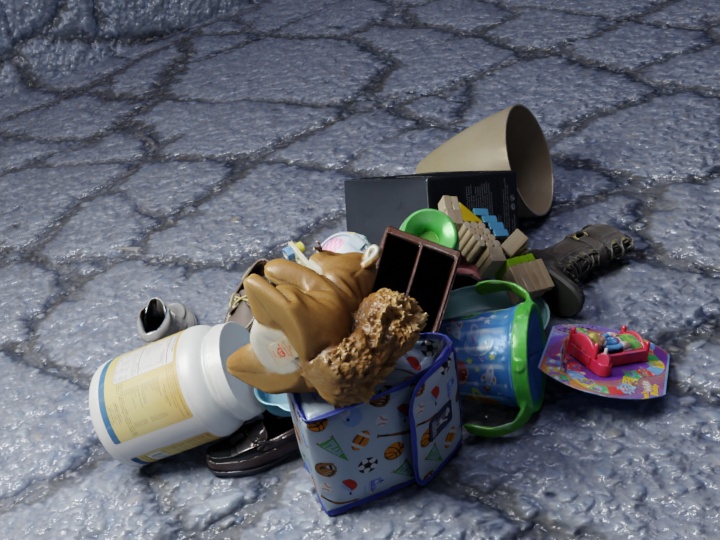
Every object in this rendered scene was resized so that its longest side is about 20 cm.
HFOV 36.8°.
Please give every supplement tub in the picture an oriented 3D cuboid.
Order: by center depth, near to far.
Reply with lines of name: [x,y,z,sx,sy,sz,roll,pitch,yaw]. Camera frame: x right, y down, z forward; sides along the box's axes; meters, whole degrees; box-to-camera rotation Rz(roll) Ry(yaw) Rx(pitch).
supplement tub: [-0.231,0.156,1.390,0.198,0.146,0.145,-21,25,19]

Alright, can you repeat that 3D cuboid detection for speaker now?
speaker: [0.087,-0.010,1.477,0.087,0.200,0.089,0,69,-1]

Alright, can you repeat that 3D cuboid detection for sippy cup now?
sippy cup: [0.159,0.109,1.364,0.129,0.141,0.178,-1,29,20]

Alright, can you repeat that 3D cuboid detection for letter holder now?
letter holder: [0.042,0.069,1.373,0.100,0.201,0.143,19,55,-1]

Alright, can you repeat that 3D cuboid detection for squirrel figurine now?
squirrel figurine: [-0.022,0.054,1.211,0.199,0.143,0.186,25,38,22]

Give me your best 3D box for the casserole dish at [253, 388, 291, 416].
casserole dish: [-0.073,0.118,1.392,0.120,0.039,0.201,-7,38,5]

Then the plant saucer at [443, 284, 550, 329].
plant saucer: [0.168,0.084,1.517,0.198,0.036,0.201,-10,27,5]

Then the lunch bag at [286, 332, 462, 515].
lunch bag: [0.025,0.172,1.266,0.198,0.171,0.124,-18,40,-12]

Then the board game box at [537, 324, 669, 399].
board game box: [0.314,0.097,1.368,0.156,0.039,0.200,12,24,15]

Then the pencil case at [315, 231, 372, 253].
pencil case: [0.000,0.000,1.535,0.090,0.083,0.200,-38,-15,9]

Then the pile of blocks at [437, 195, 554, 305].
pile of blocks: [0.186,-0.027,1.543,0.200,0.062,0.082,45,56,10]

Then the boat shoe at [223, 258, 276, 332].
boat shoe: [-0.173,0.053,1.688,0.071,0.060,0.201,-2,30,17]

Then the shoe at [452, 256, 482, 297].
shoe: [0.084,0.016,1.636,0.198,0.072,0.091,-9,22,-2]

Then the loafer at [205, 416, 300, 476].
loafer: [-0.105,0.205,1.379,0.198,0.064,0.072,-14,29,-2]

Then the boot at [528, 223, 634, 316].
boot: [0.330,-0.015,1.597,0.172,0.070,0.200,-20,27,-13]

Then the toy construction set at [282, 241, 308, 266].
toy construction set: [-0.061,0.050,1.572,0.091,0.132,0.200,-19,29,-11]

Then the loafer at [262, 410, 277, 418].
loafer: [-0.109,0.132,1.501,0.071,0.074,0.201,-11,28,4]

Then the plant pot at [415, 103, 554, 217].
plant pot: [0.201,-0.165,1.838,0.198,0.189,0.188,-12,24,33]

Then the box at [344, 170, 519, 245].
box: [0.111,-0.092,1.684,0.199,0.119,0.196,-9,9,-40]

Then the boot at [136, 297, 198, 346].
boot: [-0.296,0.079,1.654,0.073,0.096,0.201,-12,28,0]
